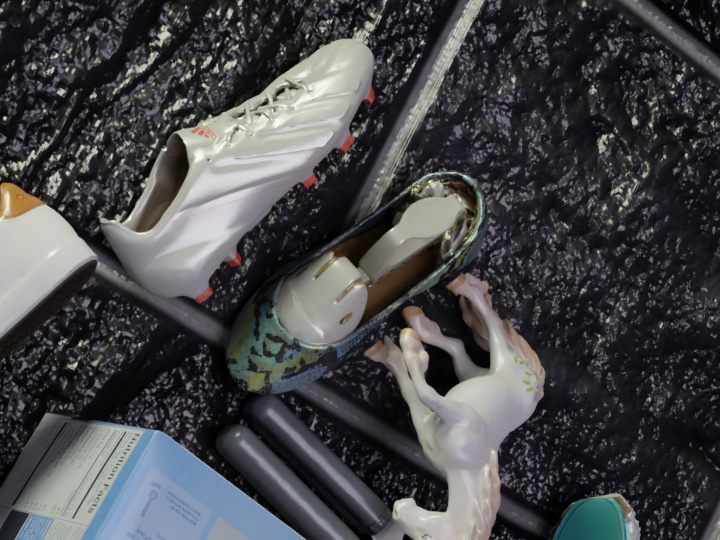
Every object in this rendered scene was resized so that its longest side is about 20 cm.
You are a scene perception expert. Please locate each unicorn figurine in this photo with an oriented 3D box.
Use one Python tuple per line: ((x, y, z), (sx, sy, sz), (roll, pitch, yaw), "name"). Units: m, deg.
((0.058, 0.090, 1.559), (0.200, 0.074, 0.138), (-38, 99, -37), "unicorn figurine")

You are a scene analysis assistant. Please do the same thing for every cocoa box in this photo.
((-0.111, 0.190, 1.460), (0.200, 0.131, 0.134), (40, 69, -30), "cocoa box")

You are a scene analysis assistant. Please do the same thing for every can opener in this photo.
((-0.013, 0.157, 1.574), (0.200, 0.066, 0.053), (47, 70, -19), "can opener")

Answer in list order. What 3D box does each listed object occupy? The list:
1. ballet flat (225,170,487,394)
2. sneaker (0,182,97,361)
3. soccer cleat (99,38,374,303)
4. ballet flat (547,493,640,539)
((0.000, 0.000, 1.544), (0.200, 0.074, 0.074), (-39, 116, -27), "ballet flat")
((-0.245, 0.032, 1.411), (0.200, 0.073, 0.085), (-42, 83, -12), "sneaker")
((-0.068, -0.070, 1.497), (0.200, 0.069, 0.078), (-50, 116, -13), "soccer cleat")
((0.148, 0.242, 1.690), (0.072, 0.072, 0.201), (9, 95, -33), "ballet flat")
